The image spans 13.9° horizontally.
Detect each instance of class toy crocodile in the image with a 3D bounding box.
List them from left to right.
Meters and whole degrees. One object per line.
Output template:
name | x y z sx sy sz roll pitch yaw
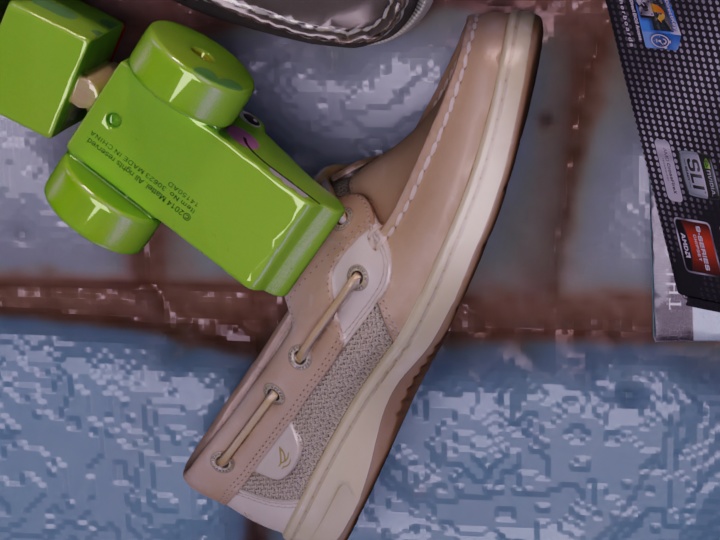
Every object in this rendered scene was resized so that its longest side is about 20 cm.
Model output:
toy crocodile | -0.093 -0.063 0.929 0.200 0.062 0.068 33 110 7

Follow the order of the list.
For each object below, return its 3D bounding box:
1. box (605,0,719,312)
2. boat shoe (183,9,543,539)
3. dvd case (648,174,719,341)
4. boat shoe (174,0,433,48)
box | 0.136 -0.075 0.827 0.160 0.044 0.200 14 127 51
boat shoe | 0.000 0.000 0.946 0.065 0.072 0.200 24 117 0
dvd case | 0.189 -0.046 0.921 0.200 0.022 0.146 1 109 11
boat shoe | -0.070 -0.125 0.918 0.202 0.060 0.072 30 111 -1
